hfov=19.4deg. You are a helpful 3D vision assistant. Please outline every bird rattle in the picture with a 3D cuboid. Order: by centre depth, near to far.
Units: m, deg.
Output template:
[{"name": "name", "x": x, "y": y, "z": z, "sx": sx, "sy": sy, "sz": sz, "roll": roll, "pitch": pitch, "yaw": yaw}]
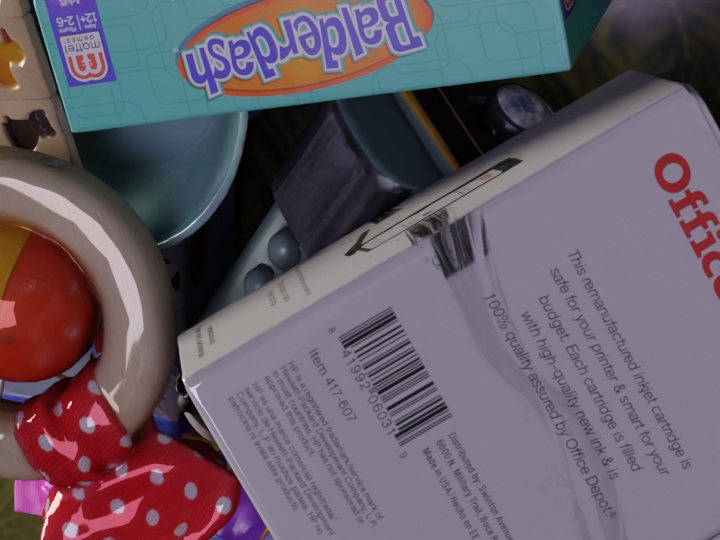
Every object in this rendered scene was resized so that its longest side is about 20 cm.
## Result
[{"name": "bird rattle", "x": -0.133, "y": 0.037, "z": 0.803, "sx": 0.199, "sy": 0.113, "sz": 0.164, "roll": 24, "pitch": 114, "yaw": 16}]

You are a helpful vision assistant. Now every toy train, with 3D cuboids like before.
[{"name": "toy train", "x": 0.000, "y": 0.000, "z": 0.857, "sx": 0.200, "sy": 0.113, "sz": 0.085, "roll": -53, "pitch": 53, "yaw": 37}]

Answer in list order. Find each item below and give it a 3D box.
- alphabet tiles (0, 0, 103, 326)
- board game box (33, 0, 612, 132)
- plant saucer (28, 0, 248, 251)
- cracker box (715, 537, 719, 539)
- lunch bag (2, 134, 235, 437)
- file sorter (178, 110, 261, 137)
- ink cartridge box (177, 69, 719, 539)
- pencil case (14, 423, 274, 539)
[{"name": "alphabet tiles", "x": -0.183, "y": -0.068, "z": 0.834, "sx": 0.166, "sy": 0.008, "sz": 0.201, "roll": 3, "pitch": 120, "yaw": 34}, {"name": "board game box", "x": 0.010, "y": -0.105, "z": 0.653, "sx": 0.151, "sy": 0.200, "sz": 0.045, "roll": -5, "pitch": 112, "yaw": 21}, {"name": "plant saucer", "x": -0.117, "y": -0.099, "z": 0.796, "sx": 0.199, "sy": 0.036, "sz": 0.201, "roll": 18, "pitch": 128, "yaw": 24}, {"name": "cracker box", "x": 0.193, "y": 0.092, "z": 0.811, "sx": 0.199, "sy": 0.058, "sz": 0.135, "roll": -20, "pitch": 73, "yaw": 4}, {"name": "lunch bag", "x": -0.158, "y": -0.032, "z": 0.937, "sx": 0.199, "sy": 0.124, "sz": 0.171, "roll": 5, "pitch": 109, "yaw": 11}, {"name": "file sorter", "x": 0.007, "y": -0.152, "z": 0.824, "sx": 0.199, "sy": 0.139, "sz": 0.123, "roll": -23, "pitch": 102, "yaw": 26}, {"name": "ink cartridge box", "x": 0.056, "y": 0.041, "z": 0.746, "sx": 0.199, "sy": 0.084, "sz": 0.147, "roll": -30, "pitch": 101, "yaw": -1}, {"name": "pencil case", "x": -0.060, "y": 0.114, "z": 0.899, "sx": 0.199, "sy": 0.088, "sz": 0.089, "roll": 14, "pitch": 115, "yaw": 46}]
